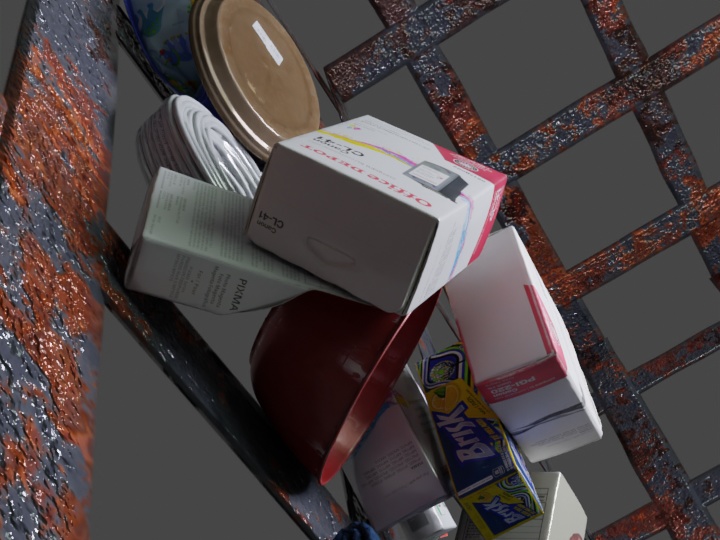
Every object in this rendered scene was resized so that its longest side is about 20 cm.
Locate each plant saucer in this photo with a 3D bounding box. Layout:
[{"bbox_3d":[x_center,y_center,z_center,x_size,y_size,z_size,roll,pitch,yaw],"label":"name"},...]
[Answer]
[{"bbox_3d":[-0.103,-0.204,1.221,0.200,0.029,0.202,42,35,-38],"label":"plant saucer"}]

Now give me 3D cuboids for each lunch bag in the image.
[{"bbox_3d":[-0.175,-0.252,1.332,0.170,0.126,0.202,33,40,-71],"label":"lunch bag"}]

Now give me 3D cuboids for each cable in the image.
[{"bbox_3d":[-0.136,-0.070,1.100,0.201,0.069,0.200,55,10,-26],"label":"cable"}]

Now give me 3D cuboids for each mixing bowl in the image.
[{"bbox_3d":[-0.024,0.067,0.997,0.108,0.201,0.200,31,4,10],"label":"mixing bowl"}]

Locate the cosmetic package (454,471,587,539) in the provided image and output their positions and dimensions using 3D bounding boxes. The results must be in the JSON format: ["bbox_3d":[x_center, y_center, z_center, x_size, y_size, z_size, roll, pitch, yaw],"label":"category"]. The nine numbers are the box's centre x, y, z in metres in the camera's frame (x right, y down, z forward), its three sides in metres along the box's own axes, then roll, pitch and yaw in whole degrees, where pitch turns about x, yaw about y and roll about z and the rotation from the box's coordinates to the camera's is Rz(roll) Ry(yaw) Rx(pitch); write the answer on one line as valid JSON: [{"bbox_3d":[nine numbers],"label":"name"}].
[{"bbox_3d":[0.142,0.299,1.106,0.088,0.102,0.201,55,41,-37],"label":"cosmetic package"}]

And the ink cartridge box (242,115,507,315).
[{"bbox_3d":[0.019,-0.052,0.948,0.146,0.086,0.200,26,20,14],"label":"ink cartridge box"}]

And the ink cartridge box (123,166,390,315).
[{"bbox_3d":[-0.080,-0.009,0.929,0.198,0.058,0.163,21,19,-13],"label":"ink cartridge box"}]

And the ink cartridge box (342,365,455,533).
[{"bbox_3d":[0.017,0.146,1.168,0.202,0.085,0.148,64,9,11],"label":"ink cartridge box"}]

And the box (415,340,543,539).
[{"bbox_3d":[0.112,0.159,1.138,0.070,0.064,0.201,57,9,-33],"label":"box"}]

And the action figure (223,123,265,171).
[{"bbox_3d":[-0.114,-0.098,1.340,0.200,0.147,0.136,173,-84,-80],"label":"action figure"}]

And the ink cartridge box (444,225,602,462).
[{"bbox_3d":[0.156,0.076,1.123,0.200,0.084,0.147,50,22,-52],"label":"ink cartridge box"}]

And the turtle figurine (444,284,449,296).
[{"bbox_3d":[0.000,0.000,1.151,0.199,0.065,0.161,37,-15,-24],"label":"turtle figurine"}]

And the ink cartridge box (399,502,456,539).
[{"bbox_3d":[0.061,0.228,1.340,0.162,0.050,0.200,63,11,16],"label":"ink cartridge box"}]

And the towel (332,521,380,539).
[{"bbox_3d":[0.042,0.304,0.958,0.201,0.048,0.112,58,8,-15],"label":"towel"}]

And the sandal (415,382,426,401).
[{"bbox_3d":[0.067,0.162,1.379,0.083,0.049,0.203,60,-10,13],"label":"sandal"}]
